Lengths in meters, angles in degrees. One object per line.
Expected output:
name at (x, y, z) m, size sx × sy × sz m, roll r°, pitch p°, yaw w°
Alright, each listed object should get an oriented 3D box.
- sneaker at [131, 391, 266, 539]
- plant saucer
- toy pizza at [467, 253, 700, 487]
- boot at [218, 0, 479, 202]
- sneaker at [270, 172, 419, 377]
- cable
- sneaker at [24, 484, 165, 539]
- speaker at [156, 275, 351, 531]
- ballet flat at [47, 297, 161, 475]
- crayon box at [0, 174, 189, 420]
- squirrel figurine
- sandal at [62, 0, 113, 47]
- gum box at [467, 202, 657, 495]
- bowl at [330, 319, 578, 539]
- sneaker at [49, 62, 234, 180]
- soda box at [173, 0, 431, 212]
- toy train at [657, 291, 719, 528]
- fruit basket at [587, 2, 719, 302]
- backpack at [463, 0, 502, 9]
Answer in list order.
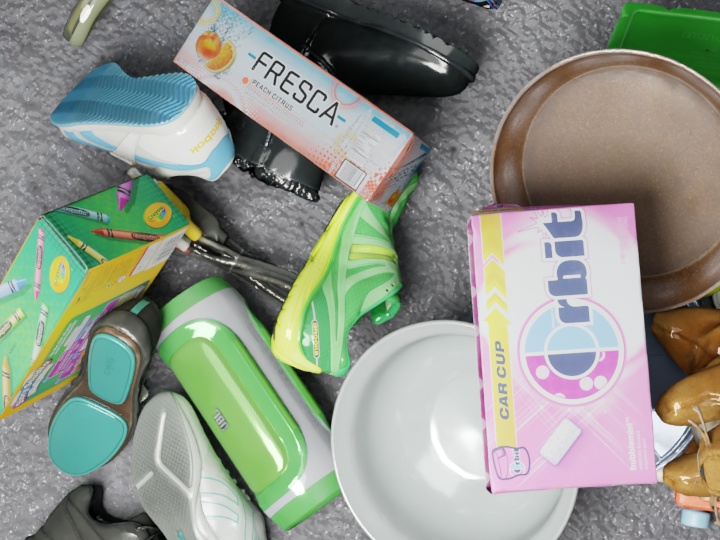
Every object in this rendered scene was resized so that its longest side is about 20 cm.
sneaker at (-0.125, 0.193, 1.140) m, size 0.070 × 0.080 × 0.202 m, roll -21°, pitch 86°, yaw 35°
plant saucer at (0.193, -0.066, 1.021) m, size 0.198 × 0.034 × 0.202 m, roll 11°, pitch 117°, yaw 21°
toy pizza at (0.178, 0.070, 1.106) m, size 0.198 × 0.032 × 0.203 m, roll 4°, pitch 101°, yaw 22°
boot at (-0.020, -0.134, 1.149) m, size 0.197 × 0.073 × 0.164 m, roll 25°, pitch 88°, yaw 17°
sneaker at (0.000, 0.000, 1.118) m, size 0.083 × 0.074 × 0.201 m, roll 30°, pitch 66°, yaw -2°
cable at (-0.123, -0.008, 1.159) m, size 0.199 × 0.097 × 0.050 m, roll 39°, pitch 58°, yaw -5°
sneaker at (-0.179, 0.251, 1.151) m, size 0.199 × 0.076 × 0.091 m, roll 35°, pitch 85°, yaw 8°
speaker at (-0.087, 0.106, 1.137) m, size 0.088 × 0.088 × 0.201 m, roll -36°, pitch 81°, yaw 5°
ballet flat at (-0.200, 0.093, 1.146) m, size 0.068 × 0.069 × 0.200 m, roll 32°, pitch 134°, yaw -2°
crayon box at (-0.229, 0.024, 1.104) m, size 0.058 × 0.119 × 0.200 m, roll 47°, pitch 127°, yaw 10°
squirrel figurine at (0.302, 0.107, 0.962) m, size 0.198 × 0.187 × 0.143 m, roll -2°, pitch 97°, yaw 5°
sandal at (-0.174, -0.263, 1.189) m, size 0.057 × 0.080 × 0.201 m, roll 39°, pitch 100°, yaw -7°
gum box at (0.137, 0.049, 0.978) m, size 0.112 × 0.066 × 0.202 m, roll -4°, pitch 84°, yaw 1°
bowl at (0.083, 0.130, 1.088) m, size 0.199 × 0.090 × 0.203 m, roll 4°, pitch 101°, yaw 21°
sneaker at (-0.182, -0.116, 1.148) m, size 0.199 × 0.081 × 0.077 m, roll 17°, pitch 63°, yaw 48°
soda box at (-0.044, -0.128, 1.087) m, size 0.199 × 0.068 × 0.064 m, roll 37°, pitch 95°, yaw 15°
toy train at (0.313, 0.108, 1.085) m, size 0.149 × 0.056 × 0.202 m, roll 12°, pitch 88°, yaw 10°
fruit basket at (0.265, -0.084, 1.079) m, size 0.214 × 0.217 × 0.156 m, roll 19°, pitch 50°, yaw 10°
backpack at (0.071, -0.308, 1.091) m, size 0.134 × 0.182 × 0.201 m, roll -38°, pitch 84°, yaw 11°
